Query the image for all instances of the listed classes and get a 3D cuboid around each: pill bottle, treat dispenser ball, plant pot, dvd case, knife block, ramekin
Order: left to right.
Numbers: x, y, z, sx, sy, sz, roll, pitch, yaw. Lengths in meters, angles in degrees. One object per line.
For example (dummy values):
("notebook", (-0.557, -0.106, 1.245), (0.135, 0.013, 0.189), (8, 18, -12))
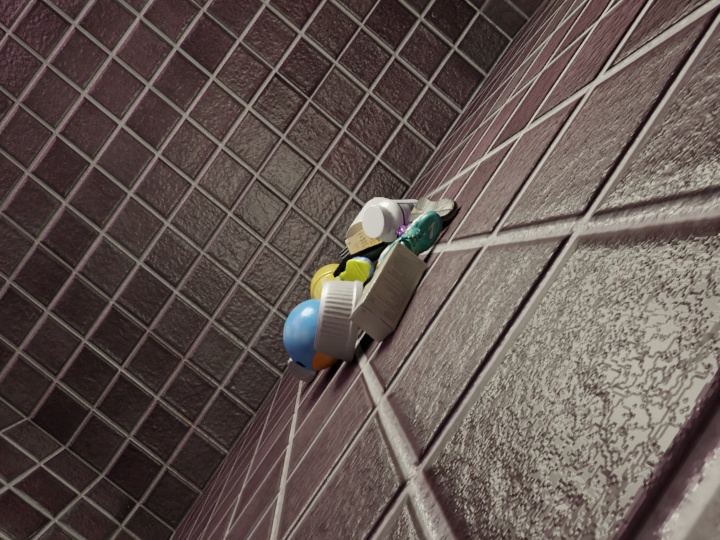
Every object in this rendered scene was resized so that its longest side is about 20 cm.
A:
("pill bottle", (-0.169, 0.285, 1.901), (0.112, 0.110, 0.202), (-49, 7, 48))
("treat dispenser ball", (-0.131, 0.189, 1.565), (0.203, 0.199, 0.201), (-53, 4, 5))
("plant pot", (-0.093, 0.106, 2.027), (0.203, 0.198, 0.190), (-52, 20, 14))
("ramekin", (-0.058, 0.122, 1.350), (0.200, 0.101, 0.209), (-170, 90, -87))
("dvd case", (0.015, -0.042, 1.649), (0.195, 0.018, 0.143), (-23, -13, -26))
("knife block", (0.019, -0.079, 1.720), (0.195, 0.066, 0.175), (-30, -10, 7))
("pill bottle", (0.100, -0.146, 1.559), (0.196, 0.122, 0.120), (-8, -33, -46))

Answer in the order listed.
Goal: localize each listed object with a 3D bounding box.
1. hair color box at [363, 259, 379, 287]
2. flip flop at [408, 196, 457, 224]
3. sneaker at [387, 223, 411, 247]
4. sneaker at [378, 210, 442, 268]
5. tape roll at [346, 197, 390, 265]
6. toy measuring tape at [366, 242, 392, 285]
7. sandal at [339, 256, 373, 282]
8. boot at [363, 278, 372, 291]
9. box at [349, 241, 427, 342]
("hair color box", (0.048, 0.039, 1.650), (0.202, 0.063, 0.111), (-55, 3, -28))
("flip flop", (0.192, -0.147, 1.389), (0.198, 0.057, 0.083), (7, 65, 60))
("sneaker", (0.144, -0.102, 1.475), (0.203, 0.087, 0.080), (-54, 2, -1))
("sneaker", (0.124, -0.065, 1.295), (0.199, 0.078, 0.080), (-44, -6, 2))
("tape roll", (0.066, -0.122, 1.807), (0.140, 0.201, 0.203), (-54, 4, -41))
("toy measuring tape", (0.077, 0.005, 1.570), (0.204, 0.072, 0.074), (-60, 5, -15))
("sandal", (0.000, 0.000, 1.572), (0.085, 0.082, 0.199), (-27, -2, -22))
("boot", (0.027, 0.084, 1.460), (0.202, 0.071, 0.155), (-53, 3, -3))
("box", (0.063, 0.045, 1.173), (0.202, 0.094, 0.078), (-56, 4, -38))
